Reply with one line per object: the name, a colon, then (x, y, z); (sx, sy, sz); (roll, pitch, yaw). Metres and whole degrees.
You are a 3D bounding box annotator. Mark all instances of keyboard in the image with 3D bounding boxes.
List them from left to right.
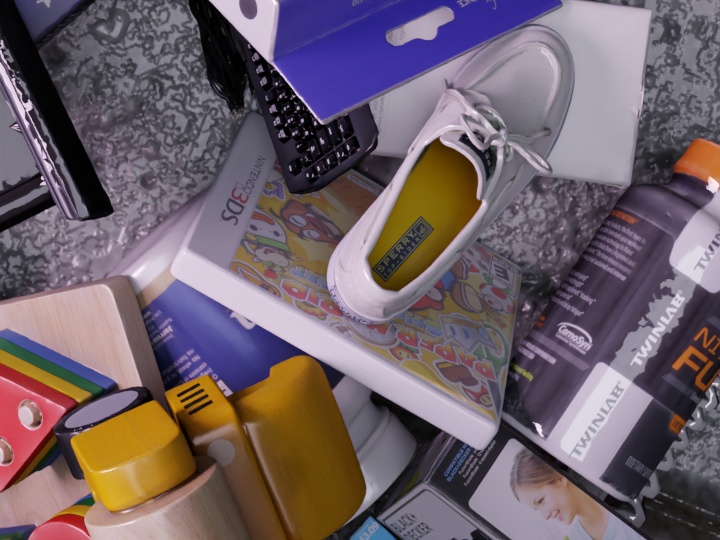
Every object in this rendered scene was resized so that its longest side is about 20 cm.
keyboard: (-0.060, -0.136, 1.068); (0.104, 0.039, 0.202); (-36, 64, 40)

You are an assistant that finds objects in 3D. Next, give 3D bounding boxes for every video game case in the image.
video game case: (0.000, 0.000, 1.079); (0.199, 0.182, 0.023); (30, 120, -7)

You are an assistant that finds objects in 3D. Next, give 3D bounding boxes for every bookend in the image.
bookend: (-0.265, -0.077, 0.980); (0.199, 0.092, 0.200); (-25, 93, 2)

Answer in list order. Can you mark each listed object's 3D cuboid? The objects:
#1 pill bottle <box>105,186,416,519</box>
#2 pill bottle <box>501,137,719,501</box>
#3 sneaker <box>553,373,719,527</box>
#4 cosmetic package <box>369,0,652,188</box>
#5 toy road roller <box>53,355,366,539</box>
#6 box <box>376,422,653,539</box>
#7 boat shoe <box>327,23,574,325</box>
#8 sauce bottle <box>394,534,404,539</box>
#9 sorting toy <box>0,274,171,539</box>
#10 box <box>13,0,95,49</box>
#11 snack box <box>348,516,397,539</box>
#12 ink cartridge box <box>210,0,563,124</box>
pill bottle: (-0.061, 0.057, 1.117); (0.111, 0.111, 0.200); (-42, 99, 4)
pill bottle: (0.169, 0.024, 1.083); (0.106, 0.106, 0.201); (34, 91, -8)
sneaker: (0.170, 0.085, 1.157); (0.081, 0.075, 0.201); (31, 96, 2)
cosmetic package: (0.065, -0.116, 1.108); (0.198, 0.085, 0.109); (8, 98, -5)
toy road roller: (-0.066, 0.114, 0.958); (0.145, 0.200, 0.124); (-24, 103, -9)
box: (0.115, 0.173, 1.100); (0.199, 0.117, 0.060); (38, 68, -1)
boat shoe: (0.058, -0.061, 1.003); (0.075, 0.086, 0.202); (42, 72, -5)
sauce bottle: (0.103, 0.226, 1.179); (0.200, 0.066, 0.066); (44, 95, -4)
sorting toy: (-0.198, 0.122, 1.090); (0.197, 0.069, 0.202); (-11, 100, 35)
box: (-0.225, -0.191, 1.073); (0.200, 0.104, 0.148); (-41, 99, 4)
snack box: (-0.018, 0.260, 1.112); (0.116, 0.037, 0.200); (40, 77, 15)
ink cartridge box: (-0.009, -0.193, 1.022); (0.197, 0.044, 0.200); (-30, 70, -36)
